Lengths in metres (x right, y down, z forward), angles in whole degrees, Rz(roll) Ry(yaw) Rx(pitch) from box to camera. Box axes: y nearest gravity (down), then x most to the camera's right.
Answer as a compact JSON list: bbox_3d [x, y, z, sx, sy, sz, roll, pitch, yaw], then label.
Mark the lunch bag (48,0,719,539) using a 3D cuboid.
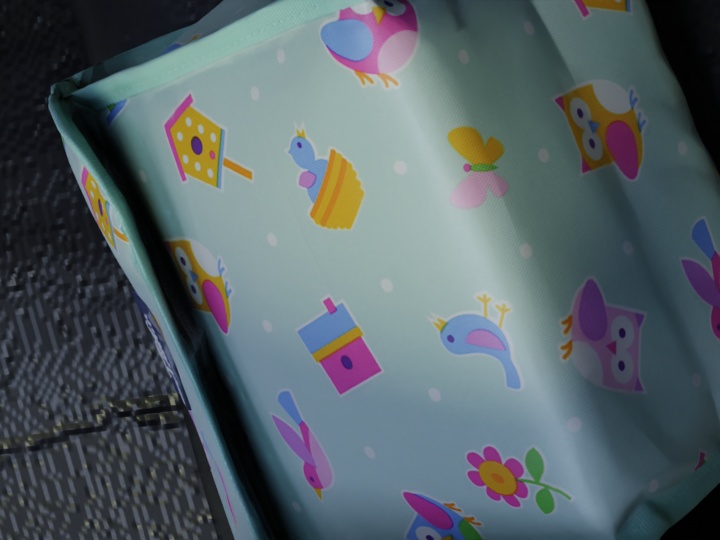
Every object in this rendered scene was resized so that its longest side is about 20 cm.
[{"bbox_3d":[0.000,0.000,0.743,0.199,0.122,0.171,-15,103,48],"label":"lunch bag"}]
